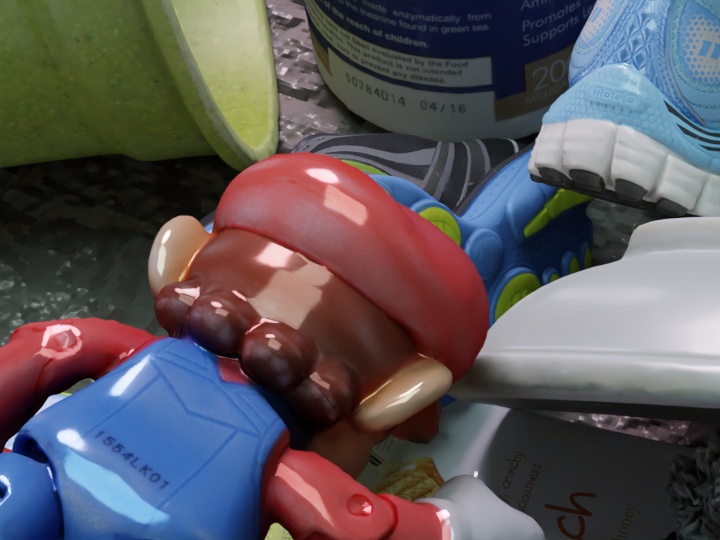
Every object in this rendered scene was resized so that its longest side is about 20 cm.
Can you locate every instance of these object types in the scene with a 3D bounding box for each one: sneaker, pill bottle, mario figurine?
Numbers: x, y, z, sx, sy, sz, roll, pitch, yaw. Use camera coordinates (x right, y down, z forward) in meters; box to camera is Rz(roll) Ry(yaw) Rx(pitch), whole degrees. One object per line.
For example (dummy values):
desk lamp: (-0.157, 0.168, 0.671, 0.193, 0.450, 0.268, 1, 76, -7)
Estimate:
sneaker: (0.000, 0.000, 0.774, 0.082, 0.071, 0.199, 3, 11, 27)
pill bottle: (0.030, -0.145, 0.848, 0.110, 0.201, 0.111, -3, 48, 4)
sneaker: (0.116, -0.062, 0.793, 0.078, 0.090, 0.200, 16, 9, 20)
mario figurine: (-0.040, 0.057, 0.617, 0.106, 0.124, 0.200, -20, 17, 49)

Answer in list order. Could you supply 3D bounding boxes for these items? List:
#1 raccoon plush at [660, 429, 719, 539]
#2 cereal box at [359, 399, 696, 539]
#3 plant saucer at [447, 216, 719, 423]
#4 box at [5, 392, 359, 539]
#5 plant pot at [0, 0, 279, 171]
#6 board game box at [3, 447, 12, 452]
raccoon plush: (0.125, 0.124, 0.630, 0.199, 0.097, 0.134, 20, 61, 5)
cereal box: (0.029, 0.103, 0.731, 0.199, 0.040, 0.144, 11, 52, 15)
plant saucer: (0.122, 0.016, 0.702, 0.199, 0.200, 0.051, 4, 87, 10)
box: (-0.108, 0.088, 0.696, 0.199, 0.048, 0.122, 9, 58, 9)
plant pot: (-0.142, -0.106, 0.858, 0.183, 0.201, 0.201, -15, 47, 9)
board game box: (-0.091, 0.081, 0.621, 0.199, 0.020, 0.103, 20, 39, -1)
